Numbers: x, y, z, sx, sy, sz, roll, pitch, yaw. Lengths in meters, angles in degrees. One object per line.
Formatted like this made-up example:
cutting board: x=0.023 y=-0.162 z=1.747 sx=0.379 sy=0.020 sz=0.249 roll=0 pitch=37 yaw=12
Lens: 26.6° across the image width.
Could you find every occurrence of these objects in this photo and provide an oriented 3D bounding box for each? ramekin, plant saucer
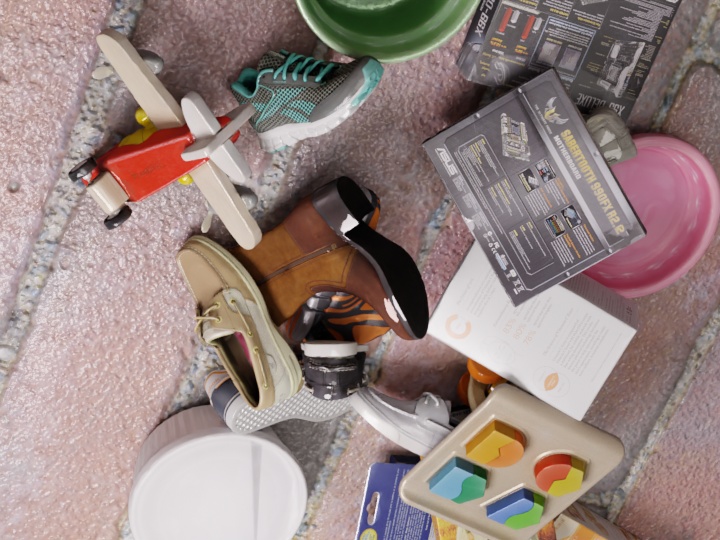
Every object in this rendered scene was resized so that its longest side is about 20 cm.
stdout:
ramekin: x=0.020 y=-0.312 z=1.482 sx=0.199 sy=0.098 sz=0.201 roll=-7 pitch=119 yaw=-12
ramekin: x=-0.166 y=0.243 z=1.728 sx=0.201 sy=0.094 sz=0.203 roll=-7 pitch=119 yaw=-12
plant saucer: x=0.308 y=-0.067 z=1.726 sx=0.200 sy=0.051 sz=0.201 roll=-7 pitch=118 yaw=-13

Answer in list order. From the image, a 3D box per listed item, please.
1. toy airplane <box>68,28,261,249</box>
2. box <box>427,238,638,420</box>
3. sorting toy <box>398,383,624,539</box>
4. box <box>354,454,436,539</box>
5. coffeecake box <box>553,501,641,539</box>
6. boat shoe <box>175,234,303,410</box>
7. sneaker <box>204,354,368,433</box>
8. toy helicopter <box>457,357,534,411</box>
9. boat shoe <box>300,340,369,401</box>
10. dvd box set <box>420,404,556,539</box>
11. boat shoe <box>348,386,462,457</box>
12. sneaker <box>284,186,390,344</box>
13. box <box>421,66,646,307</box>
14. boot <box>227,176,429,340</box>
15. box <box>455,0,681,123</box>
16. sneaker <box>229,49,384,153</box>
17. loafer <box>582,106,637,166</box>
toy airplane: x=-0.177 y=-0.129 z=1.500 sx=0.198 sy=0.141 sz=0.201 roll=20 pitch=129 yaw=9
box: x=0.190 y=0.053 z=1.680 sx=0.199 sy=0.097 sz=0.125 roll=30 pitch=108 yaw=2
sorting toy: x=0.169 y=0.229 z=1.708 sx=0.185 sy=0.037 sz=0.200 roll=26 pitch=124 yaw=-21
box: x=0.091 y=0.288 z=1.851 sx=0.199 sy=0.032 sz=0.122 roll=7 pitch=104 yaw=-20
coffeecake box: x=0.263 y=0.383 z=1.940 sx=0.200 sy=0.073 sz=0.154 roll=32 pitch=104 yaw=-28
boat shoe: x=-0.137 y=0.056 z=1.602 sx=0.200 sy=0.066 sz=0.074 roll=55 pitch=138 yaw=3
sneaker: x=-0.083 y=0.125 z=1.706 sx=0.199 sy=0.079 sz=0.079 roll=-5 pitch=125 yaw=-42
toy helicopter: x=0.219 y=0.132 z=1.771 sx=0.199 sy=0.132 sz=0.079 roll=-22 pitch=153 yaw=-23
boat shoe: x=-0.026 y=0.104 z=1.592 sx=0.074 sy=0.200 sz=0.061 roll=0 pitch=88 yaw=-2
dvd box set: x=0.151 y=0.257 z=1.818 sx=0.146 sy=0.029 sz=0.201 roll=-11 pitch=95 yaw=-12
boat shoe: x=0.082 y=0.176 z=1.740 sx=0.200 sy=0.072 sz=0.069 roll=32 pitch=98 yaw=-10
sneaker: x=0.000 y=0.000 z=1.666 sx=0.112 sy=0.078 sz=0.200 roll=12 pitch=124 yaw=-26
box: x=0.180 y=-0.086 z=1.579 sx=0.158 sy=0.048 sz=0.200 roll=-30 pitch=93 yaw=13
boot: x=-0.044 y=0.025 z=1.586 sx=0.200 sy=0.068 sz=0.189 roll=-33 pitch=97 yaw=34
box: x=0.220 y=-0.254 z=1.600 sx=0.199 sy=0.050 sz=0.158 roll=12 pitch=114 yaw=-22
sneaker: x=-0.061 y=-0.180 z=1.496 sx=0.091 sy=0.200 sz=0.078 roll=50 pitch=52 yaw=-18
loafer: x=0.204 y=-0.100 z=1.639 sx=0.200 sy=0.070 sz=0.070 roll=-32 pitch=97 yaw=29
